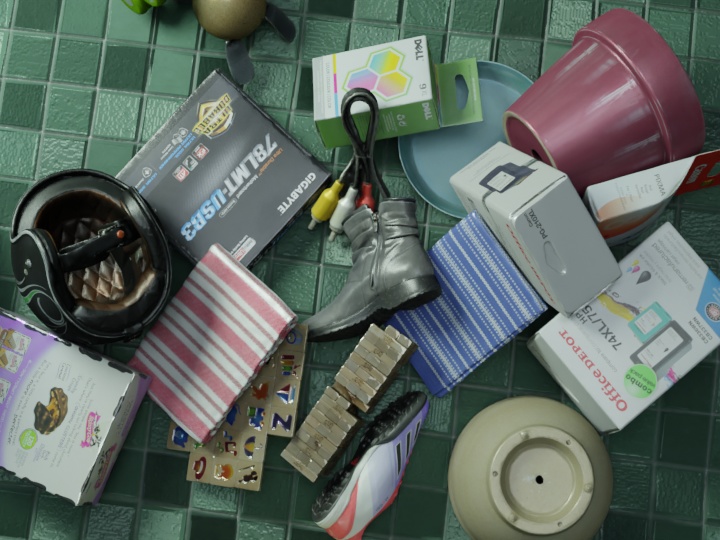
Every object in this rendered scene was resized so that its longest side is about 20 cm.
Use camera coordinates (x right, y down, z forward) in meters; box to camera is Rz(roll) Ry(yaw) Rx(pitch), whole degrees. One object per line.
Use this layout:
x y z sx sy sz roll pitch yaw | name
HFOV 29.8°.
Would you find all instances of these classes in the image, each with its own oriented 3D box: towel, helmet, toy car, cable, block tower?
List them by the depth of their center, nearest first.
-0.316 -0.015 1.587 0.198 0.190 0.202 -5 102 -26 | helmet
0.113 0.043 1.598 0.200 0.024 0.145 -43 78 34 | towel
-0.012 0.154 1.609 0.054 0.058 0.201 36 90 15 | block tower
-0.177 0.087 1.612 0.146 0.030 0.201 41 101 20 | towel
0.002 -0.119 1.619 0.096 0.201 0.051 11 39 -7 | cable
-0.173 -0.338 1.677 0.164 0.158 0.200 -47 109 -14 | toy car

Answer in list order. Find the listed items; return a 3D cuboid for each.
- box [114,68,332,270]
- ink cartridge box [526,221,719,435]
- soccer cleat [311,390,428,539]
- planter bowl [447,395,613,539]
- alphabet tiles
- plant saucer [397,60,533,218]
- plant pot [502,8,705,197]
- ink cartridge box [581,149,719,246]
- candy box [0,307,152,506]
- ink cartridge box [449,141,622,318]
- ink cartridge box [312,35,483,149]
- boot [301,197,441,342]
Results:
-0.170 -0.109 1.669 0.198 0.050 0.200 43 85 7 | box
0.318 0.072 1.583 0.200 0.146 0.147 -40 83 -5 | ink cartridge box
0.026 0.235 1.614 0.073 0.068 0.201 41 80 -18 | soccer cleat
0.202 0.243 1.567 0.198 0.135 0.203 0 82 1 | planter bowl
-0.150 0.157 1.621 0.165 0.008 0.202 5 82 22 | alphabet tiles
0.145 -0.159 1.681 0.198 0.027 0.203 0 81 1 | plant saucer
0.274 -0.177 1.588 0.178 0.200 0.201 -31 82 -8 | plant pot
0.354 -0.080 1.598 0.198 0.162 0.051 -13 76 -2 | ink cartridge box
-0.373 0.161 1.605 0.198 0.072 0.169 23 86 12 | candy box
0.198 -0.051 1.554 0.084 0.200 0.145 -36 112 -4 | ink cartridge box
0.043 -0.220 1.641 0.198 0.059 0.105 -9 54 9 | ink cartridge box
0.000 0.000 1.621 0.199 0.070 0.133 -24 74 23 | boot
